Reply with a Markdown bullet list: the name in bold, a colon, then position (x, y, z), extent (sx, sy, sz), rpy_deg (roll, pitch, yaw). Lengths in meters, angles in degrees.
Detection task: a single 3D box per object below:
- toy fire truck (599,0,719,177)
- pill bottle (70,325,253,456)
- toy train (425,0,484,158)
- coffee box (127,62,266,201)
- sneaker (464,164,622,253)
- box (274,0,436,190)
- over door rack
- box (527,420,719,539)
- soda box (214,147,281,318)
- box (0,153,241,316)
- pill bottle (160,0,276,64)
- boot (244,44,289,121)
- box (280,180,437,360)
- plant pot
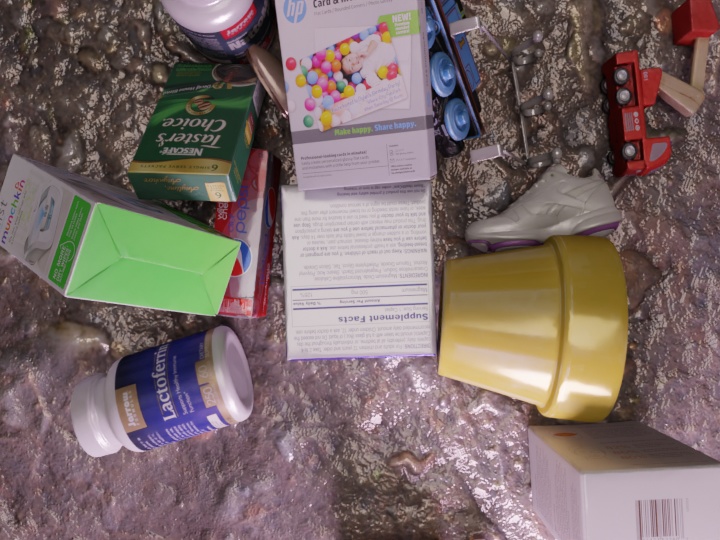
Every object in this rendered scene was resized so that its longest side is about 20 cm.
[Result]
- **toy fire truck**: position (0.380, -0.227, 0.771), extent (0.136, 0.049, 0.208), rpy_deg (-6, 90, 0)
- **pill bottle**: position (-0.238, 0.151, 0.746), extent (0.194, 0.116, 0.120), rpy_deg (-18, 89, 1)
- **toy train**: position (0.085, -0.235, 0.703), extent (0.115, 0.085, 0.203), rpy_deg (-50, 124, -35)
- **coffee box**: position (-0.186, -0.170, 0.725), extent (0.118, 0.045, 0.205), rpy_deg (3, 53, 5)
- **sneaker**: position (0.222, -0.075, 0.772), extent (0.193, 0.075, 0.103), rpy_deg (-11, 75, -3)
- **box**: position (-0.003, -0.194, 0.636), extent (0.151, 0.041, 0.207), rpy_deg (-1, 102, 19)
- **over door rack**: position (0.183, -0.199, 0.707), extent (0.065, 0.197, 0.153), rpy_deg (-10, 89, 36)
- **box**: position (0.290, 0.249, 0.695), extent (0.147, 0.200, 0.111), rpy_deg (-3, 88, 1)
- **soda box**: position (-0.145, -0.046, 0.767), extent (0.061, 0.070, 0.208), rpy_deg (6, 89, 6)
- **box**: position (-0.266, -0.032, 0.676), extent (0.173, 0.198, 0.099), rpy_deg (26, 95, 33)
- **pill bottle**: position (-0.168, -0.323, 0.705), extent (0.115, 0.200, 0.124), rpy_deg (0, 90, 2)
- **boot**: position (-0.026, -0.223, 0.743), extent (0.144, 0.071, 0.201), rpy_deg (-31, 121, 16)
- **box**: position (0.000, 0.000, 0.748), extent (0.177, 0.105, 0.208), rpy_deg (-2, 89, 2)
- **plant pot**: position (0.182, 0.060, 0.703), extent (0.182, 0.201, 0.209), rpy_deg (3, 90, 7)
